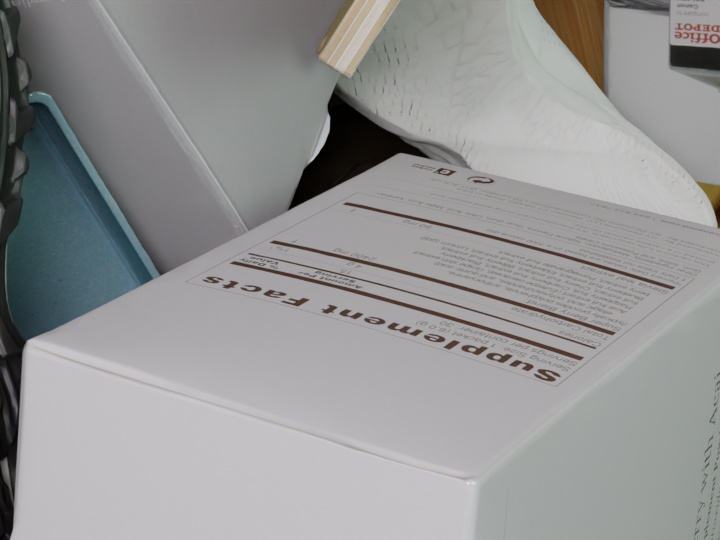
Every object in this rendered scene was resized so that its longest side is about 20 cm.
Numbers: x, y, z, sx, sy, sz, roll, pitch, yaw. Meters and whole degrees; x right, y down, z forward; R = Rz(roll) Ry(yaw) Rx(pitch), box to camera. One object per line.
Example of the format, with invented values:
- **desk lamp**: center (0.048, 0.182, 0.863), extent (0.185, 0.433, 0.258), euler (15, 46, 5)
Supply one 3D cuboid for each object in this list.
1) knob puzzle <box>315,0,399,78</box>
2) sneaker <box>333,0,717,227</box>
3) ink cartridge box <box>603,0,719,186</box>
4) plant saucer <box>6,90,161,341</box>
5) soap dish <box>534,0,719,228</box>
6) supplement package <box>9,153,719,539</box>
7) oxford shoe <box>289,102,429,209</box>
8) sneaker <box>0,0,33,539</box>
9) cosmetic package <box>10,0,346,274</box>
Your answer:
- **knob puzzle**: center (0.052, -0.136, 0.721), extent (0.030, 0.220, 0.220), euler (32, 47, -4)
- **sneaker**: center (0.034, -0.069, 0.862), extent (0.200, 0.075, 0.088), euler (50, 6, -12)
- **ink cartridge box**: center (0.137, -0.145, 0.878), extent (0.200, 0.083, 0.147), euler (84, 23, -48)
- **plant saucer**: center (-0.076, 0.036, 0.735), extent (0.200, 0.070, 0.019), euler (61, -5, -39)
- **soap dish**: center (0.098, -0.083, 1.034), extent (0.157, 0.081, 0.200), euler (-47, 129, -53)
- **supplement package**: center (0.012, 0.059, 0.676), extent (0.200, 0.120, 0.121), euler (-31, 131, -58)
- **oxford shoe**: center (0.000, 0.000, 0.847), extent (0.200, 0.084, 0.073), euler (-52, 130, -52)
- **sneaker**: center (-0.121, -0.004, 0.621), extent (0.074, 0.079, 0.200), euler (-33, 123, -62)
- **cosmetic package**: center (-0.083, -0.099, 0.705), extent (0.200, 0.090, 0.107), euler (63, 36, -41)
